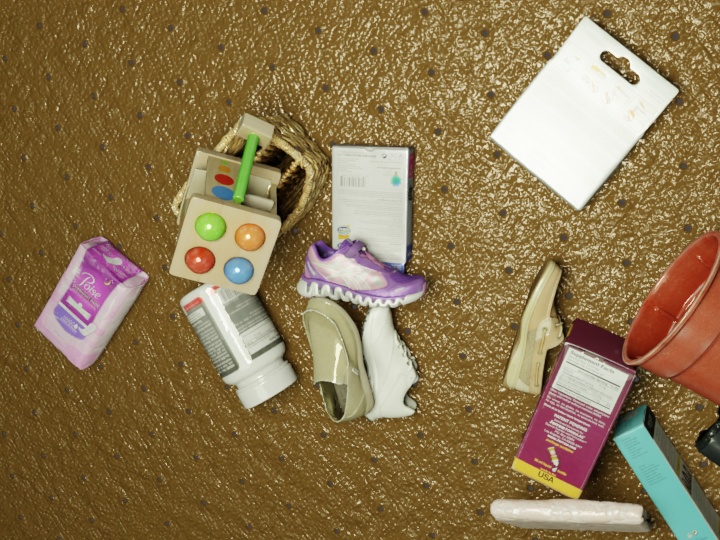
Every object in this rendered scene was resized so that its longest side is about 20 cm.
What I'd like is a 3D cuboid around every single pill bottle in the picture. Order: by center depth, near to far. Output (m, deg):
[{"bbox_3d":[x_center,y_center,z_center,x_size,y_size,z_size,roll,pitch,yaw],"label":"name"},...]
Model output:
[{"bbox_3d":[-0.189,0.107,1.421,0.113,0.114,0.201,-29,91,23],"label":"pill bottle"}]

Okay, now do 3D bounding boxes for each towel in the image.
[{"bbox_3d":[0.299,0.342,1.260,0.198,0.191,0.033,-5,70,21],"label":"towel"}]

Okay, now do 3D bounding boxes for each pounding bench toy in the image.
[{"bbox_3d":[-0.172,-0.094,1.224,0.123,0.157,0.201,14,122,-15],"label":"pounding bench toy"}]

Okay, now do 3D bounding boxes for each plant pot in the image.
[{"bbox_3d":[0.470,0.088,1.141,0.194,0.201,0.202,34,111,1],"label":"plant pot"}]

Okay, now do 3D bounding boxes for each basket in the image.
[{"bbox_3d":[-0.155,-0.118,1.342,0.200,0.149,0.143,-44,85,22],"label":"basket"}]

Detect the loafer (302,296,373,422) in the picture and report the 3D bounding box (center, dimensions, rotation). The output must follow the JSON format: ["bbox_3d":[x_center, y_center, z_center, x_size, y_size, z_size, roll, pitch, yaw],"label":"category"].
[{"bbox_3d":[-0.037,0.135,1.314,0.075,0.068,0.202,-7,111,40],"label":"loafer"}]

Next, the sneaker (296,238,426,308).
[{"bbox_3d":[0.000,0.000,1.309,0.198,0.080,0.089,7,104,21],"label":"sneaker"}]

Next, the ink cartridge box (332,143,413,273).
[{"bbox_3d":[0.018,-0.084,1.343,0.118,0.042,0.202,5,102,18],"label":"ink cartridge box"}]

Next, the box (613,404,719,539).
[{"bbox_3d":[0.426,0.292,1.250,0.049,0.082,0.201,-33,89,24],"label":"box"}]

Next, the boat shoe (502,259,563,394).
[{"bbox_3d":[0.257,0.081,1.279,0.064,0.071,0.202,17,115,9],"label":"boat shoe"}]

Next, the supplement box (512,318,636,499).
[{"bbox_3d":[0.298,0.188,1.249,0.102,0.131,0.202,24,108,14],"label":"supplement box"}]

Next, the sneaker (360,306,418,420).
[{"bbox_3d":[0.046,0.132,1.371,0.086,0.075,0.202,1,110,13],"label":"sneaker"}]

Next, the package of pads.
[{"bbox_3d":[-0.457,0.056,1.531,0.120,0.076,0.201,39,112,5],"label":"package of pads"}]

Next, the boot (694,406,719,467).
[{"bbox_3d":[0.505,0.280,1.175,0.168,0.200,0.077,36,151,8],"label":"boot"}]

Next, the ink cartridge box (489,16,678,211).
[{"bbox_3d":[0.298,-0.206,1.215,0.162,0.057,0.200,41,104,8],"label":"ink cartridge box"}]
